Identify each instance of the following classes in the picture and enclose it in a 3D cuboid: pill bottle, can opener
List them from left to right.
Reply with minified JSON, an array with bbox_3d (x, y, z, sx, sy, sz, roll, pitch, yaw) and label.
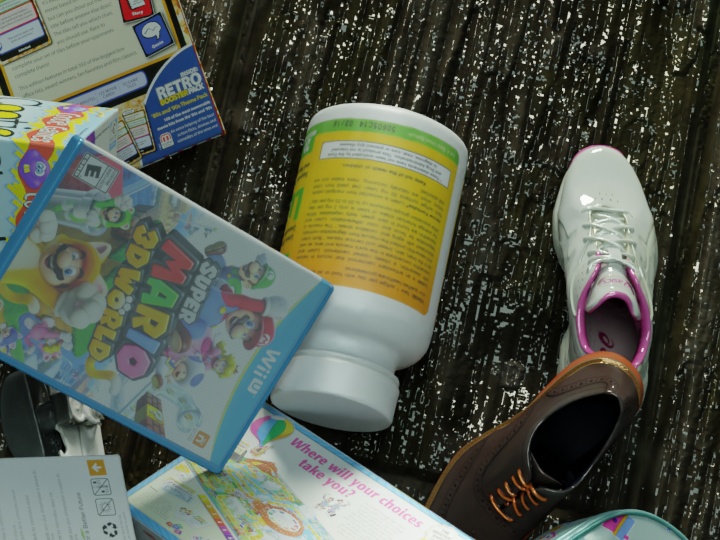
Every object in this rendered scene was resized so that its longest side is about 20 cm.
[{"bbox_3d":[-0.183,0.157,1.724,0.066,0.053,0.200,-23,71,23],"label":"can opener"},{"bbox_3d":[0.000,0.000,1.755,0.111,0.111,0.200,13,71,-2],"label":"pill bottle"}]

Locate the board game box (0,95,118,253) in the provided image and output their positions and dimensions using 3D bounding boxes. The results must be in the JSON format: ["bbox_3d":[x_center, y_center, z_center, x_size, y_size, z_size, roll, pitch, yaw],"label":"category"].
[{"bbox_3d":[-0.265,-0.055,1.685,0.200,0.105,0.103,7,108,8],"label":"board game box"}]

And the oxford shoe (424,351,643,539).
[{"bbox_3d":[0.100,0.133,1.707,0.071,0.073,0.200,40,105,-2],"label":"oxford shoe"}]

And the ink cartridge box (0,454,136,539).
[{"bbox_3d":[-0.223,0.207,1.590,0.200,0.047,0.198,-1,62,-26],"label":"ink cartridge box"}]

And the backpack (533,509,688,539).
[{"bbox_3d":[0.149,0.248,1.668,0.200,0.153,0.176,-38,89,-31],"label":"backpack"}]

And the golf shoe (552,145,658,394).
[{"bbox_3d":[0.171,0.002,1.785,0.075,0.092,0.200,0,70,-4],"label":"golf shoe"}]

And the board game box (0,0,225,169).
[{"bbox_3d":[-0.193,-0.158,1.762,0.151,0.046,0.200,-24,105,-24],"label":"board game box"}]

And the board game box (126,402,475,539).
[{"bbox_3d":[-0.041,0.170,1.668,0.134,0.034,0.200,-33,47,-32],"label":"board game box"}]

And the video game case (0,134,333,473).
[{"bbox_3d":[-0.132,0.024,1.645,0.200,0.018,0.143,30,93,-27],"label":"video game case"}]
